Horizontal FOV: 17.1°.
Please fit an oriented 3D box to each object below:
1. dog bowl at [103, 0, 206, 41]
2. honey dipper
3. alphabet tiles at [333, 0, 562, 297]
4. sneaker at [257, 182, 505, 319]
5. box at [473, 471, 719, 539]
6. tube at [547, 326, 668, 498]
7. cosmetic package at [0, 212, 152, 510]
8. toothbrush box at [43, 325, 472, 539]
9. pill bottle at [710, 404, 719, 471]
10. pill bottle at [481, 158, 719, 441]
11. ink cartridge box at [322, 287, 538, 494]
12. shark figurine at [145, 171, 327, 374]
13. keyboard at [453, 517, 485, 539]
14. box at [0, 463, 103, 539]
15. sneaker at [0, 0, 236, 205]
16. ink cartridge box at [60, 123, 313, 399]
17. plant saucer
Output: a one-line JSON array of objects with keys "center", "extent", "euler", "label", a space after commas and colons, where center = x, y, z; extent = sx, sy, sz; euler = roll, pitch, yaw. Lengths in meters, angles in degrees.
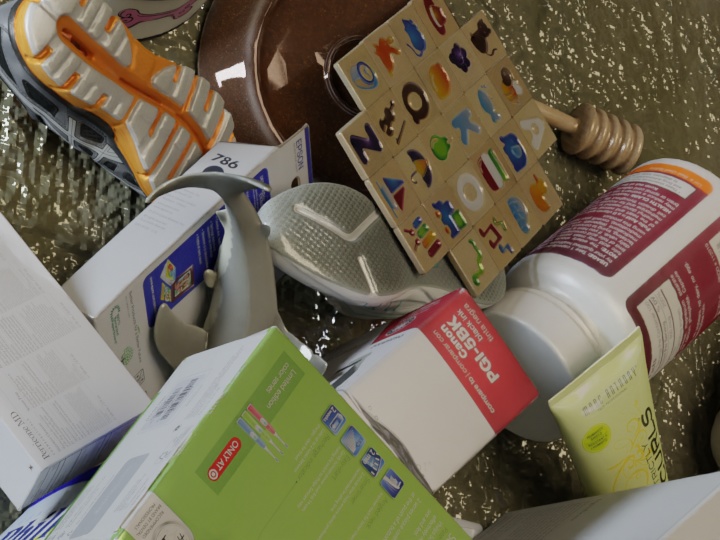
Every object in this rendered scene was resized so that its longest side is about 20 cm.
[{"center": [-0.145, -0.242, 1.437], "extent": [0.200, 0.074, 0.200], "euler": [11, 70, -33], "label": "dog bowl"}, {"center": [0.101, -0.116, 1.607], "extent": [0.200, 0.038, 0.038], "euler": [23, 64, -25], "label": "honey dipper"}, {"center": [0.057, -0.083, 1.490], "extent": [0.166, 0.006, 0.200], "euler": [58, 39, -10], "label": "alphabet tiles"}, {"center": [0.000, 0.000, 1.448], "extent": [0.200, 0.080, 0.070], "euler": [15, 61, -47], "label": "sneaker"}, {"center": [0.155, 0.220, 1.431], "extent": [0.106, 0.200, 0.152], "euler": [-32, 99, -42], "label": "box"}, {"center": [0.164, 0.125, 1.506], "extent": [0.058, 0.052, 0.200], "euler": [-77, 157, -43], "label": "tube"}, {"center": [-0.207, 0.026, 1.288], "extent": [0.083, 0.051, 0.200], "euler": [-28, 73, -40], "label": "cosmetic package"}, {"center": [-0.036, 0.151, 1.160], "extent": [0.200, 0.086, 0.146], "euler": [47, 54, -16], "label": "toothbrush box"}, {"center": [0.306, 0.093, 1.645], "extent": [0.112, 0.112, 0.200], "euler": [40, 57, -21], "label": "pill bottle"}, {"center": [0.160, 0.020, 1.558], "extent": [0.200, 0.114, 0.114], "euler": [-37, 99, -37], "label": "pill bottle"}, {"center": [-0.017, 0.110, 1.380], "extent": [0.200, 0.147, 0.083], "euler": [-39, 97, -38], "label": "ink cartridge box"}, {"center": [-0.058, 0.025, 1.349], "extent": [0.128, 0.089, 0.215], "euler": [-31, 139, -51], "label": "shark figurine"}, {"center": [0.047, 0.248, 1.476], "extent": [0.056, 0.011, 0.200], "euler": [15, 68, -27], "label": "keyboard"}, {"center": [-0.150, 0.192, 1.236], "extent": [0.105, 0.184, 0.200], "euler": [53, 53, -10], "label": "box"}, {"center": [-0.145, -0.096, 1.398], "extent": [0.200, 0.077, 0.078], "euler": [49, 57, -37], "label": "sneaker"}, {"center": [-0.099, -0.001, 1.390], "extent": [0.200, 0.039, 0.100], "euler": [-43, 145, -36], "label": "ink cartridge box"}, {"center": [-0.005, -0.120, 1.512], "extent": [0.200, 0.034, 0.200], "euler": [6, 77, -27], "label": "plant saucer"}]
